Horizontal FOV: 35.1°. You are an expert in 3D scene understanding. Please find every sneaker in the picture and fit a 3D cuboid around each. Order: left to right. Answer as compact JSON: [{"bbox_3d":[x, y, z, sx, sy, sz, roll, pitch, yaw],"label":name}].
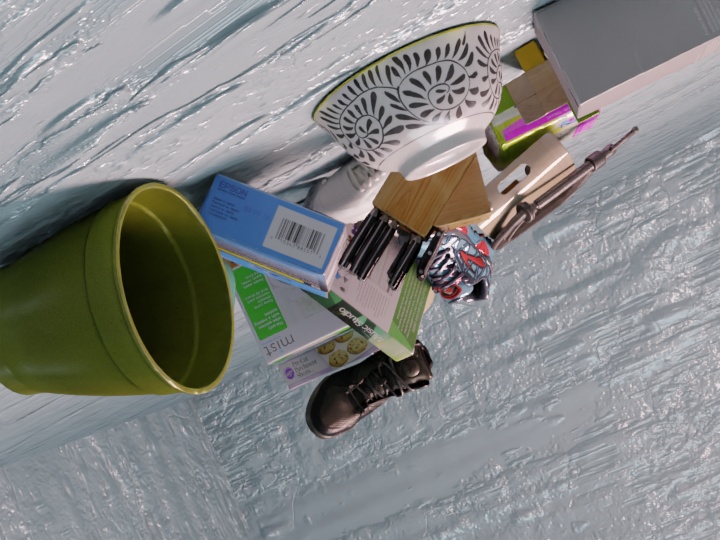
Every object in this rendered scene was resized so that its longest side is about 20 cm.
[{"bbox_3d":[0.019,0.148,1.495,0.199,0.076,0.114,-29,178,-34],"label":"sneaker"},{"bbox_3d":[0.030,-0.125,1.344,0.200,0.076,0.081,-30,162,3],"label":"sneaker"},{"bbox_3d":[0.116,-0.009,1.431,0.079,0.096,0.200,-14,160,32],"label":"sneaker"}]

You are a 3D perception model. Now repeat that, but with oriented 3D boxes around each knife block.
[{"bbox_3d":[0.048,-0.084,1.236,0.175,0.200,0.064,-13,175,3],"label":"knife block"}]

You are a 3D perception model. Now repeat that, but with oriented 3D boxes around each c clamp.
[{"bbox_3d":[0.249,-0.100,1.452,0.200,0.027,0.171,-37,171,-17],"label":"c clamp"}]

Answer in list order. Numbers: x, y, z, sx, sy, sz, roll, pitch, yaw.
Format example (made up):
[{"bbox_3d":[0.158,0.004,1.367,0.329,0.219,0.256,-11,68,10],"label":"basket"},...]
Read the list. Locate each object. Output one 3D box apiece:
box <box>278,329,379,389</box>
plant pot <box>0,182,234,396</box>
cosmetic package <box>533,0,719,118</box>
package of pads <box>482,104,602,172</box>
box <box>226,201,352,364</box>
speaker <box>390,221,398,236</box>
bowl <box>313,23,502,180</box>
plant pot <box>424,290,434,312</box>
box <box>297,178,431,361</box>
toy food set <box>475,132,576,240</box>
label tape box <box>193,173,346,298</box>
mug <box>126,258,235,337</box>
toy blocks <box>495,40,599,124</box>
[{"bbox_3d":[-0.023,0.108,1.530,0.200,0.041,0.039,-26,178,34],"label":"box"},{"bbox_3d":[-0.254,0.037,1.089,0.193,0.201,0.200,-14,178,21],"label":"plant pot"},{"bbox_3d":[0.279,-0.241,1.109,0.200,0.107,0.090,-24,174,11],"label":"cosmetic package"},{"bbox_3d":[0.230,-0.196,1.475,0.154,0.068,0.200,-26,173,4],"label":"package of pads"},{"bbox_3d":[-0.064,0.006,1.522,0.200,0.177,0.097,-25,174,6],"label":"box"},{"bbox_3d":[0.047,-0.084,1.644,0.200,0.081,0.081,-26,174,6],"label":"speaker"},{"bbox_3d":[0.064,-0.148,1.104,0.201,0.094,0.201,-26,174,-3],"label":"bowl"},{"bbox_3d":[0.041,0.006,1.728,0.200,0.135,0.200,-22,-152,12],"label":"plant pot"},{"bbox_3d":[0.000,0.000,1.405,0.036,0.200,0.144,-32,-151,43],"label":"box"},{"bbox_3d":[0.207,-0.109,1.484,0.143,0.060,0.200,-41,166,8],"label":"toy food set"},{"bbox_3d":[-0.092,-0.034,1.238,0.200,0.144,0.063,95,17,-83],"label":"label tape box"},{"bbox_3d":[-0.227,0.022,1.245,0.185,0.115,0.152,14,169,-32],"label":"mug"},{"bbox_3d":[0.248,-0.227,1.256,0.200,0.100,0.137,-27,-175,23],"label":"toy blocks"}]
